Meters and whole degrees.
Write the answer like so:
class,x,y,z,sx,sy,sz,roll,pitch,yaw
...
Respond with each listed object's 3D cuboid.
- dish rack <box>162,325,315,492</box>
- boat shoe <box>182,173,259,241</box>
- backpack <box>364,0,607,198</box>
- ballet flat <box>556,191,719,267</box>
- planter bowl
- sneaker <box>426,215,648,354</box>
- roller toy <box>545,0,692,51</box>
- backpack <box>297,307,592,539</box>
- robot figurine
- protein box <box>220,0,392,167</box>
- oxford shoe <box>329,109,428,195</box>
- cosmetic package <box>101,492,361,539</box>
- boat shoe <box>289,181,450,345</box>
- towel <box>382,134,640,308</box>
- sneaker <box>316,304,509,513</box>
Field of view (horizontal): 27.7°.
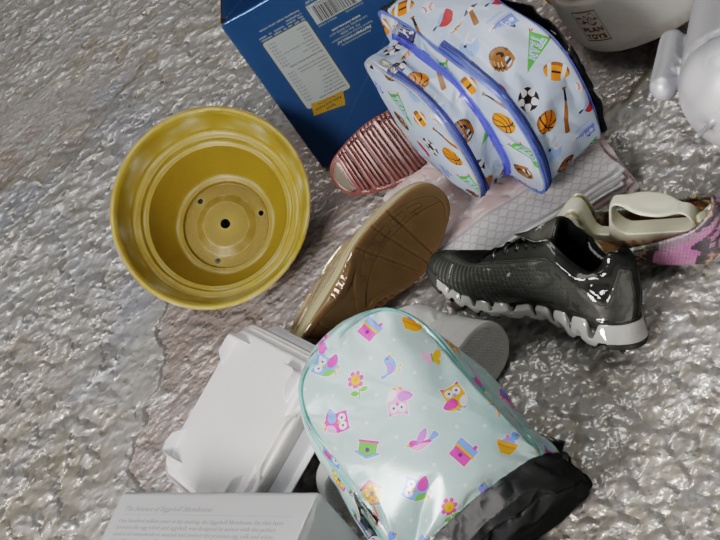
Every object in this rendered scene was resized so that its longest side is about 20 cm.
class,x,y,z,sx,sy,sz,roll,pitch,yaw
dish rack,-0.097,0.126,1.217,0.172,0.043,0.200,-60,27,-6
boat shoe,-0.177,-0.100,1.571,0.091,0.071,0.200,-37,37,-7
backpack,0.109,-0.155,1.248,0.190,0.200,0.154,31,79,43
ballet flat,0.205,-0.032,1.168,0.199,0.071,0.069,-9,45,34
planter bowl,-0.141,-0.054,1.447,0.198,0.083,0.202,-1,79,6
sneaker,0.139,-0.004,1.152,0.199,0.091,0.066,17,26,37
roller toy,0.254,-0.298,1.364,0.199,0.140,0.183,-29,26,19
backpack,0.046,0.120,1.038,0.166,0.127,0.200,-37,67,-6
robot figurine,0.321,-0.177,1.193,0.168,0.113,0.201,-7,45,30
protein box,-0.008,-0.252,1.484,0.197,0.200,0.135,-26,37,15
oxford shoe,0.060,-0.140,1.437,0.199,0.071,0.075,-31,10,12
cosmetic package,-0.110,0.274,1.054,0.198,0.123,0.201,-6,47,37
boat shoe,0.000,0.000,1.287,0.200,0.071,0.065,-51,26,5
towel,0.129,-0.074,1.316,0.199,0.032,0.191,-33,35,5
sneaker,0.019,0.107,1.182,0.200,0.074,0.115,-42,32,-22
